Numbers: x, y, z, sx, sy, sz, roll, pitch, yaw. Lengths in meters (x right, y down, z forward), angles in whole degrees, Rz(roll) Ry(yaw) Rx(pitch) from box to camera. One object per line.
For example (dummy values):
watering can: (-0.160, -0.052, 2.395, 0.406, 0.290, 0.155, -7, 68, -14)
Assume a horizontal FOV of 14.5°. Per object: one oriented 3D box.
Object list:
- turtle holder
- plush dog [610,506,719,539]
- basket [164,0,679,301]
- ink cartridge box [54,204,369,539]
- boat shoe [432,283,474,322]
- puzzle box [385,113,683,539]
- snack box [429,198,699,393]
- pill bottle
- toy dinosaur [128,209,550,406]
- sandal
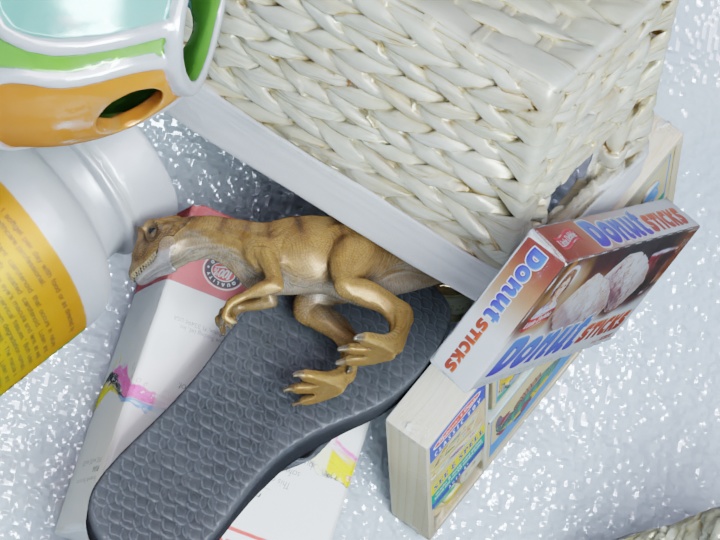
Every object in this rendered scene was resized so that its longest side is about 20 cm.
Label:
turtle holder: (-0.121, -0.136, 1.183, 0.131, 0.141, 0.186, 10, 50, 11)
plush dog: (0.170, 0.207, 1.353, 0.160, 0.200, 0.172, -16, 78, 13)
basket: (0.026, -0.103, 1.249, 0.200, 0.124, 0.136, 31, 46, 18)
ink cartridge box: (-0.066, 0.085, 1.320, 0.116, 0.067, 0.201, 23, 76, -15)
boat shoe: (0.023, -0.072, 1.371, 0.072, 0.065, 0.201, -13, 70, -7)
puzzle box: (0.083, 0.027, 1.345, 0.025, 0.133, 0.200, 35, 73, 16)
snack box: (0.092, 0.008, 1.234, 0.024, 0.200, 0.072, 42, 109, 14)
pill bottle: (-0.182, 0.003, 1.264, 0.200, 0.111, 0.111, -39, 97, -19)
toy dinosaur: (0.000, 0.000, 1.251, 0.199, 0.060, 0.106, 2, 58, -12)
sandal: (-0.045, 0.063, 1.271, 0.200, 0.043, 0.076, -38, 75, -22)
